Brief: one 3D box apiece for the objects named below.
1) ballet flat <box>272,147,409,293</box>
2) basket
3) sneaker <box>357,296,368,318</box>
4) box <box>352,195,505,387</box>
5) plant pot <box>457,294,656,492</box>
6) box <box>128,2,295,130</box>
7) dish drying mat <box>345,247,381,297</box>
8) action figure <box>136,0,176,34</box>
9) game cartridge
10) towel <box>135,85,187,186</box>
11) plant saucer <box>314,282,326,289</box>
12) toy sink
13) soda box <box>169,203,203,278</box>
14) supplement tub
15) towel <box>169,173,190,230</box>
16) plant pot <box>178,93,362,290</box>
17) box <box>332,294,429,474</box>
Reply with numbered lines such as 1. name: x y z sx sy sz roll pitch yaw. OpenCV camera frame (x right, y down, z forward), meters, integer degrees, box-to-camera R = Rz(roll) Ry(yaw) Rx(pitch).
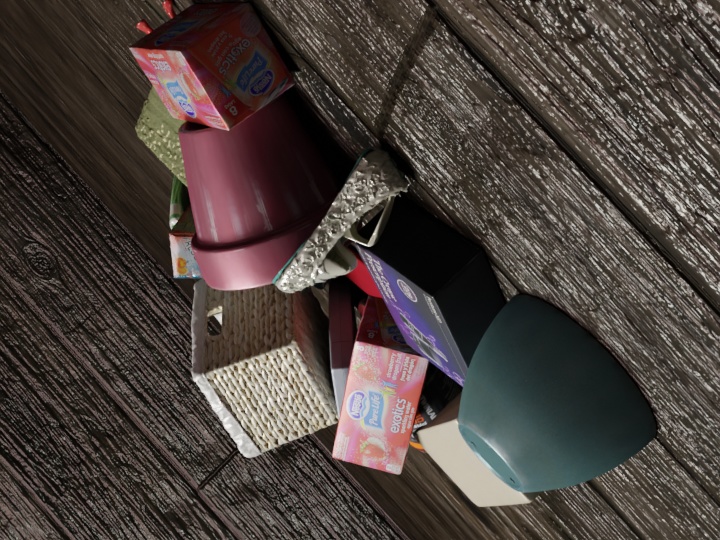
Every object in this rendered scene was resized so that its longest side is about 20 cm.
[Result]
1. ballet flat: -0.019 -0.036 1.326 0.072 0.200 0.072 27 -150 -17
2. basket: -0.131 0.122 1.835 0.199 0.160 0.200 -96 -15 -47
3. sneaker: 0.033 0.120 1.809 0.074 0.087 0.200 35 162 42
4. box: 0.088 0.033 1.392 0.141 0.079 0.200 33 161 41
5. plant pot: 0.177 0.144 1.291 0.200 0.135 0.200 45 168 13
6. box: -0.166 -0.225 1.404 0.103 0.095 0.200 59 164 -23
7. dish drying mat: 0.000 0.000 1.719 0.200 0.018 0.077 38 161 43
8. action figure: -0.186 -0.231 1.539 0.200 0.065 0.052 50 174 -4
9. game cartridge: -0.022 0.109 1.809 0.200 0.040 0.134 -93 -7 -53
10. towel: -0.215 -0.180 1.700 0.200 0.036 0.149 42 127 19
11. plant saucer: -0.100 -0.062 1.801 0.200 0.027 0.200 53 168 16
12. toy sink: 0.166 0.200 1.550 0.130 0.112 0.200 48 163 1
13. soda box: -0.205 -0.057 1.755 0.200 0.063 0.069 -72 -20 -66
14. supplement tub: 0.087 0.175 1.751 0.200 0.107 0.107 55 166 -30
15. towel: -0.237 -0.121 1.826 0.023 0.201 0.153 2 153 8
16. plant pot: -0.117 -0.100 1.458 0.200 0.199 0.180 23 137 62
17. box: 0.031 0.144 1.607 0.095 0.100 0.201 13 126 3
